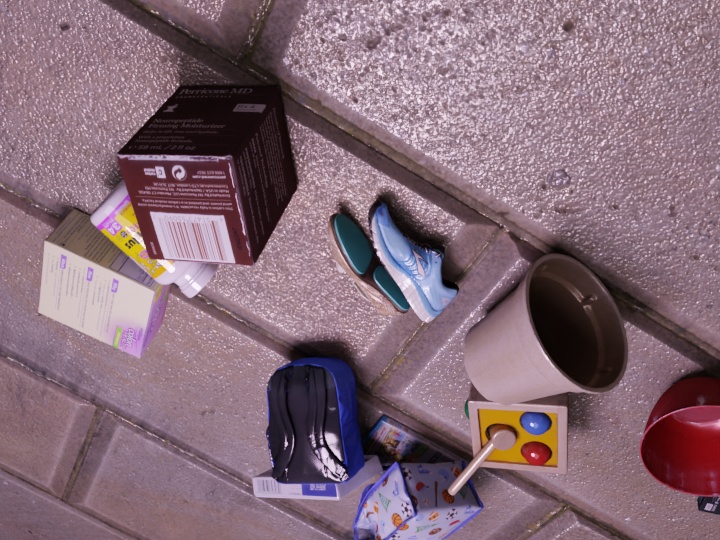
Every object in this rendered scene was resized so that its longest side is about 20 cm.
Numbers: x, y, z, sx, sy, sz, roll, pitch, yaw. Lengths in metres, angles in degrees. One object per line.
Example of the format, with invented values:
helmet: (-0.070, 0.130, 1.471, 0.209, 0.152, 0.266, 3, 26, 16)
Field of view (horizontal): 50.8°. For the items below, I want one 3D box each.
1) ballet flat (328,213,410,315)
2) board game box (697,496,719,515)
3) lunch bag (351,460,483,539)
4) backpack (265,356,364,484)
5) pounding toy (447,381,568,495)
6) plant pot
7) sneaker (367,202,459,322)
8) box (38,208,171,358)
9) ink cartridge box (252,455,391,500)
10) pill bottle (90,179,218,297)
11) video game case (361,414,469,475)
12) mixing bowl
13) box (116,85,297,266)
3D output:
ballet flat: (0.000, 0.000, 1.171, 0.065, 0.071, 0.201, -20, 117, 42)
board game box: (0.658, 0.343, 1.259, 0.132, 0.028, 0.203, 10, 129, 9)
lunch bag: (0.095, 0.438, 1.391, 0.167, 0.125, 0.201, 8, 134, -30)
backpack: (-0.080, 0.252, 1.332, 0.159, 0.167, 0.205, -8, 93, 17)
pounding toy: (0.242, 0.262, 1.250, 0.195, 0.143, 0.187, 0, 127, 16)
plant pot: (0.254, 0.106, 1.111, 0.199, 0.203, 0.183, 37, 140, -14)
sneaker: (0.080, -0.024, 1.136, 0.089, 0.079, 0.202, -32, 112, 8)
box: (-0.435, 0.024, 1.303, 0.197, 0.097, 0.178, 25, 130, -2)
ink cartridge box: (-0.067, 0.375, 1.415, 0.196, 0.199, 0.042, -9, 89, 32)
pill bottle: (-0.321, -0.051, 1.203, 0.103, 0.105, 0.200, -31, 114, 34)
video game case: (0.096, 0.365, 1.458, 0.197, 0.018, 0.144, 29, 130, -7)
mixing bowl: (0.530, 0.239, 1.165, 0.195, 0.109, 0.203, 9, 130, 11)
box: (-0.200, -0.134, 1.038, 0.162, 0.202, 0.167, 3, 128, 14)
